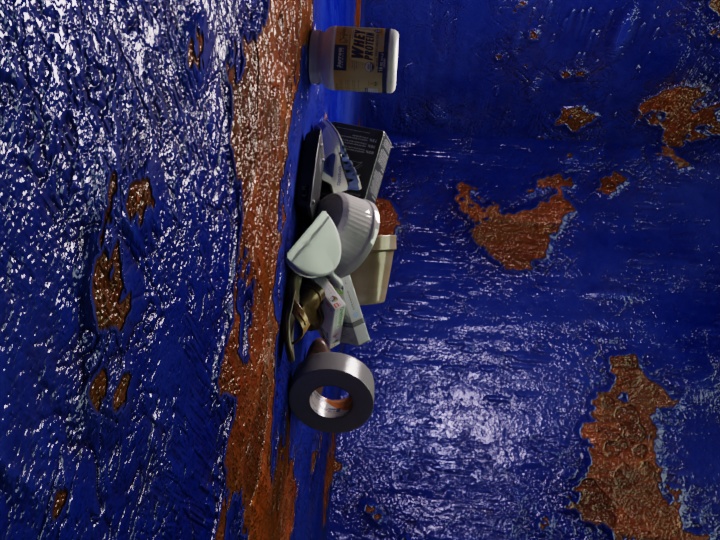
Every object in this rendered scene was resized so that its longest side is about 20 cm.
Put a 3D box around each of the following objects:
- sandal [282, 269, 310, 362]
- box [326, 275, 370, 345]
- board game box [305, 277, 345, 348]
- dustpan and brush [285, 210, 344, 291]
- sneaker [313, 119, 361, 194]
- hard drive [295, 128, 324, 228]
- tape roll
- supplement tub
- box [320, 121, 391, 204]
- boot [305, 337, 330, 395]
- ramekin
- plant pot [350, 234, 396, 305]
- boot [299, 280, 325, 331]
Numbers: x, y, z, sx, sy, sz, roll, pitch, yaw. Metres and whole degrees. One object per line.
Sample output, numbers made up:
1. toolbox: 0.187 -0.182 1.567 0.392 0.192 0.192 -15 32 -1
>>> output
1. sandal: -0.133 0.095 1.494 0.082 0.054 0.200 87 8 -69
2. box: -0.057 0.084 1.763 0.156 0.041 0.200 2 -69 59
3. board game box: -0.091 0.094 1.727 0.126 0.035 0.200 53 -23 24
4. dustpan and brush: -0.078 -0.018 1.529 0.140 0.057 0.200 -52 124 -20
5. sneaker: -0.088 -0.268 1.730 0.081 0.115 0.200 90 -25 -74
6. hard drive: -0.113 -0.208 1.606 0.135 0.042 0.200 87 9 -68
7. tape roll: -0.066 0.289 1.655 0.066 0.200 0.201 -83 176 -57
8. supplement tub: -0.014 -0.489 1.630 0.144 0.200 0.145 4 90 -87
9. box: -0.020 -0.266 1.820 0.104 0.148 0.200 34 72 -73
10. boot: -0.119 0.262 1.839 0.166 0.072 0.200 92 6 -73
11. ramekin: -0.056 -0.089 1.639 0.202 0.094 0.203 -34 -137 38
12. plant pot: 0.000 0.000 1.819 0.200 0.200 0.174 -35 120 -87
13. boot: -0.132 0.101 1.666 0.075 0.074 0.200 -51 165 -27
